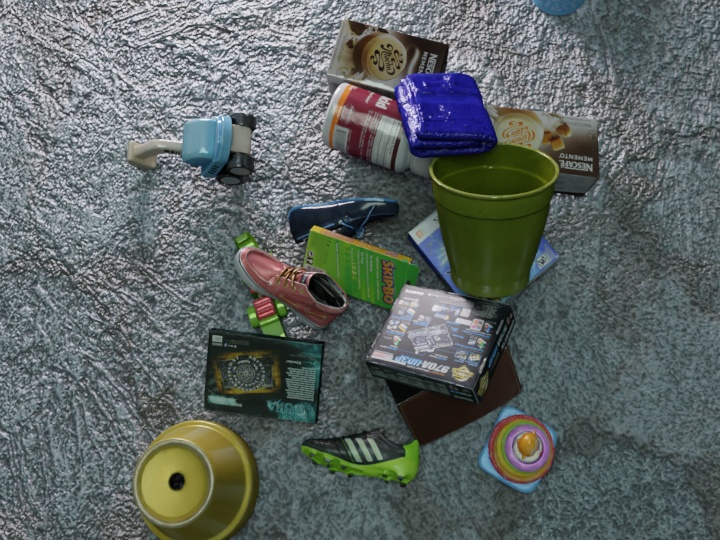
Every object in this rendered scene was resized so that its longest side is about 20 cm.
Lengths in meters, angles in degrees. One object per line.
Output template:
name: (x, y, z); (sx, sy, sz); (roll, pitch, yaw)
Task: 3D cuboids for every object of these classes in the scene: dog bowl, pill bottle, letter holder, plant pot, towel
dog bowl: (0.381, -0.567, 1.677); (0.110, 0.050, 0.203); (24, 80, 9)
pill bottle: (0.042, -0.239, 1.595); (0.196, 0.114, 0.116); (21, 79, 9)
letter holder: (0.149, 0.178, 1.508); (0.197, 0.143, 0.101); (-27, 44, 0)
plant pot: (0.205, -0.071, 1.443); (0.195, 0.202, 0.197); (1, 120, 4)
towel: (0.136, -0.259, 1.493); (0.144, 0.050, 0.202); (-5, 41, -3)
plant pot: (-0.270, 0.335, 1.449); (0.196, 0.189, 0.206); (-1, 77, 3)

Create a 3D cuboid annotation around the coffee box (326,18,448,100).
coffee box: (0.049, -0.359, 1.639); (0.196, 0.080, 0.115); (15, 78, 7)

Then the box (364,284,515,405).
box: (0.125, 0.111, 1.444); (0.197, 0.046, 0.161); (10, 56, 31)

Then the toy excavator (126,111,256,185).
toy excavator: (-0.298, -0.216, 1.614); (0.196, 0.194, 0.102); (9, 76, -23)

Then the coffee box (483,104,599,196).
coffee box: (0.297, -0.201, 1.560); (0.195, 0.080, 0.117); (7, 69, -5)

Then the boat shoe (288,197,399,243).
boat shoe: (-0.026, -0.083, 1.593); (0.196, 0.084, 0.070); (-7, 83, 20)

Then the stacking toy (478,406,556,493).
stacking toy: (0.253, 0.272, 1.417); (0.108, 0.200, 0.118); (27, 79, 10)

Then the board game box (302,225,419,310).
board game box: (0.000, 0.000, 1.562); (0.196, 0.030, 0.097); (20, 118, 10)

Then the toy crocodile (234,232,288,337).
toy crocodile: (-0.169, 0.033, 1.575); (0.066, 0.062, 0.204); (-15, 77, 1)

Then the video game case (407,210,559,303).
video game case: (0.209, -0.039, 1.572); (0.180, 0.045, 0.201); (-38, 77, -4)

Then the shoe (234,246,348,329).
shoe: (-0.112, 0.016, 1.525); (0.199, 0.091, 0.072); (38, 54, -11)

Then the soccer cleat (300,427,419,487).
soccer cleat: (0.001, 0.295, 1.505); (0.195, 0.068, 0.082); (10, 58, 11)

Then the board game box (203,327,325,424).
board game box: (-0.162, 0.176, 1.539); (0.195, 0.028, 0.139); (7, 96, 6)
